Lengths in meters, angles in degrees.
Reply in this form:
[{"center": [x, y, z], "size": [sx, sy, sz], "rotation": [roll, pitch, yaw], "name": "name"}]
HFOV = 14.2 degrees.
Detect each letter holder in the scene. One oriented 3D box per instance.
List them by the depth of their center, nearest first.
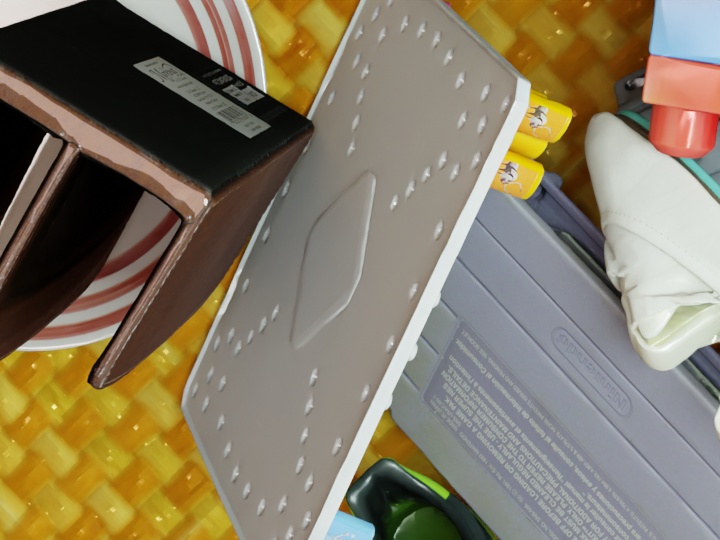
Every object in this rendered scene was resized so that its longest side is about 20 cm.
[{"center": [-0.108, -0.007, 1.039], "size": [0.100, 0.200, 0.143], "rotation": [31, 103, 3], "name": "letter holder"}]

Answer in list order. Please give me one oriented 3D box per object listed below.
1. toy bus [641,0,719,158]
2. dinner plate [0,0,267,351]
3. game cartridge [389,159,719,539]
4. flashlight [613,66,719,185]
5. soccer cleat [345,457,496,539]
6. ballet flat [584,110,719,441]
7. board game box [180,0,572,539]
[{"center": [0.159, -0.129, 0.949], "size": [0.199, 0.136, 0.193], "rotation": [6, 99, 16], "name": "toy bus"}, {"center": [-0.133, -0.068, 1.147], "size": [0.199, 0.024, 0.201], "rotation": [2, 100, 10], "name": "dinner plate"}, {"center": [0.082, 0.056, 1.068], "size": [0.200, 0.038, 0.130], "rotation": [48, 139, 23], "name": "game cartridge"}, {"center": [0.191, -0.075, 1.025], "size": [0.199, 0.068, 0.068], "rotation": [-28, 113, 19], "name": "flashlight"}, {"center": [0.053, 0.150, 1.069], "size": [0.067, 0.081, 0.200], "rotation": [-40, 49, 2], "name": "soccer cleat"}, {"center": [0.131, 0.022, 0.971], "size": [0.200, 0.069, 0.070], "rotation": [43, 104, 27], "name": "ballet flat"}, {"center": [0.000, 0.000, 1.054], "size": [0.026, 0.200, 0.201], "rotation": [20, 103, -19], "name": "board game box"}]
